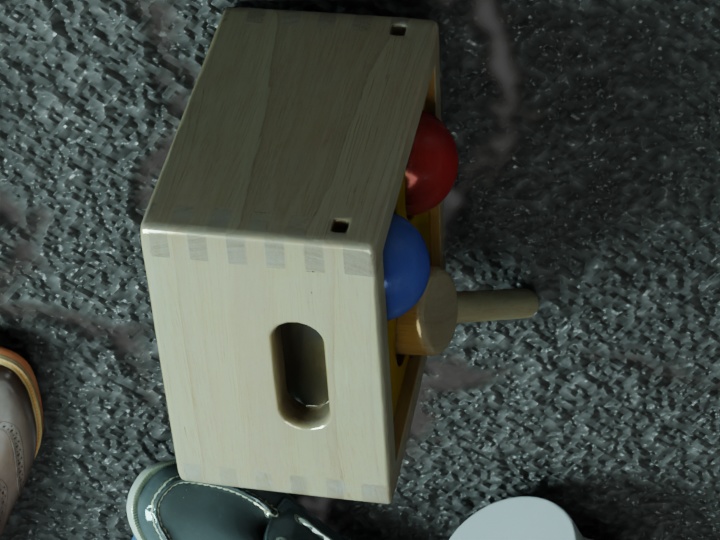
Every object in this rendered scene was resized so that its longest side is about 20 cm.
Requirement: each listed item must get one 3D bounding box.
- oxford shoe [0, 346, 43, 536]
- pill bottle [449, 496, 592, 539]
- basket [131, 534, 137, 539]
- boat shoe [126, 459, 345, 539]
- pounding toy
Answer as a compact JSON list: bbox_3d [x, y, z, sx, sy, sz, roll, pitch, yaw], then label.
[{"bbox_3d":[-0.211,0.122,1.189,0.071,0.073,0.201,10,131,-9],"label":"oxford shoe"},{"bbox_3d":[0.118,0.220,1.261,0.111,0.111,0.200,-18,131,15],"label":"pill bottle"},{"bbox_3d":[-0.083,0.245,1.274,0.176,0.139,0.201,25,93,-23],"label":"basket"},{"bbox_3d":[-0.034,0.162,1.212,0.200,0.073,0.062,34,165,-22],"label":"boat shoe"},{"bbox_3d":[0.000,0.000,1.027,0.141,0.185,0.201,5,133,10],"label":"pounding toy"}]
